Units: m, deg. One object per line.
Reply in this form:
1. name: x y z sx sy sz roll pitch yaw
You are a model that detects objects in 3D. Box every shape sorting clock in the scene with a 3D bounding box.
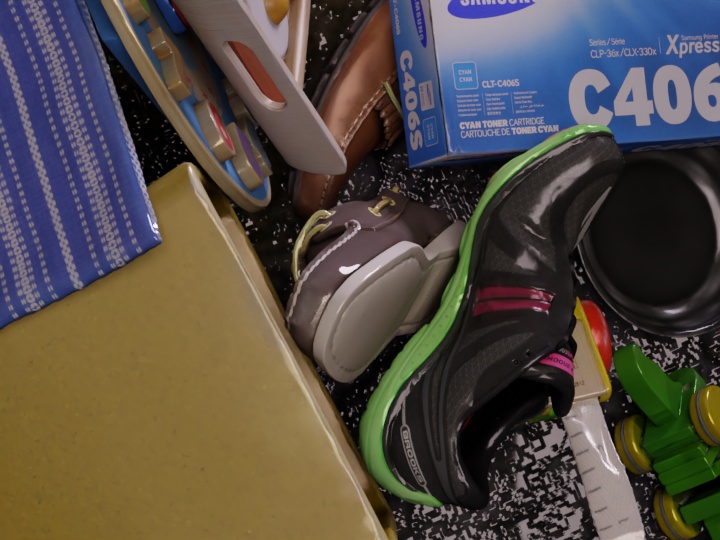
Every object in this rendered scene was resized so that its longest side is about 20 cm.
1. shape sorting clock: -0.091 -0.119 1.065 0.039 0.200 0.201 -31 91 6

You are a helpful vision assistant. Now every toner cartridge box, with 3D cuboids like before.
1. toner cartridge box: 0.114 -0.106 1.129 0.199 0.043 0.096 -6 86 -27

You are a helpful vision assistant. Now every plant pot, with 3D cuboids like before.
1. plant pot: -0.114 0.085 1.049 0.199 0.194 0.197 -27 90 0

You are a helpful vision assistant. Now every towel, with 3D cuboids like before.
1. towel: -0.192 -0.033 0.978 0.199 0.024 0.146 -26 69 14

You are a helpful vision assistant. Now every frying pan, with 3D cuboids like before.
1. frying pan: 0.124 -0.021 1.160 0.188 0.031 0.116 -1 83 -22

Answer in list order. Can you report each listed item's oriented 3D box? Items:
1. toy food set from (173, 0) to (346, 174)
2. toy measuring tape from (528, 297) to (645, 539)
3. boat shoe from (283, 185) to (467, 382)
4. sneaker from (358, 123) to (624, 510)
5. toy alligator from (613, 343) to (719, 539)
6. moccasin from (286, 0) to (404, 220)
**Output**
1. toy food set: -0.038 -0.164 1.072 0.060 0.144 0.201 -13 49 22
2. toy measuring tape: 0.101 0.073 1.126 0.073 0.074 0.201 -10 58 -11
3. boat shoe: 0.000 0.000 1.066 0.059 0.200 0.072 31 108 11
4. sneaker: 0.078 0.025 1.075 0.083 0.077 0.201 27 89 31
5. toy alligator: 0.190 0.118 1.168 0.201 0.059 0.054 59 35 -7
6. moccasin: 0.032 -0.105 1.152 0.077 0.074 0.202 35 70 3
